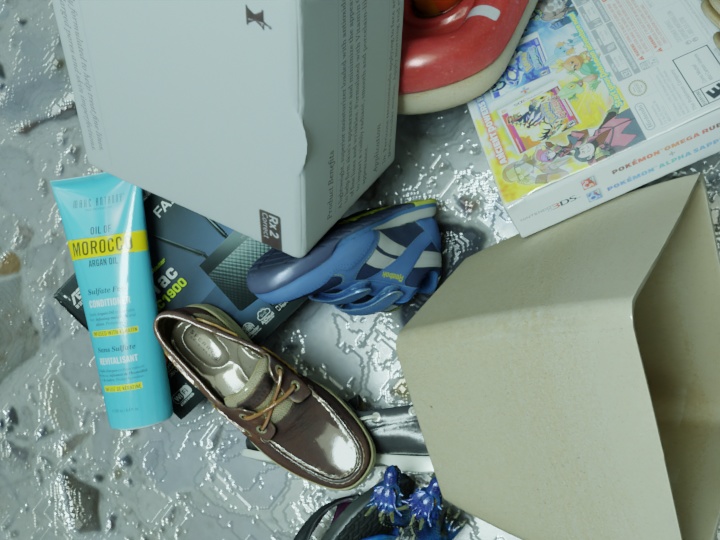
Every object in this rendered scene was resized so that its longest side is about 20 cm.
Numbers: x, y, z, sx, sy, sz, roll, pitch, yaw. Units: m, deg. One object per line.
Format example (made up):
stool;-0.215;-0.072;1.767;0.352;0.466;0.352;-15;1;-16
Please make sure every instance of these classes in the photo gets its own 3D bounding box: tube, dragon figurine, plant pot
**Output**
tube;-0.190;0.022;0.744;0.077;0.050;0.201;-8;97;8
dragon figurine;0.025;0.229;0.721;0.059;0.099;0.201;29;107;30
plant pot;0.142;0.069;0.644;0.177;0.200;0.200;-4;114;34

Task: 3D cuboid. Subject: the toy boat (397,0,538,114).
toy boat;0.054;-0.218;0.710;0.130;0.131;0.200;7;60;38

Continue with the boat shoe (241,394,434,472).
boat shoe;0.000;0.130;0.760;0.199;0.074;0.061;-3;78;21

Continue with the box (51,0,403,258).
box;-0.086;-0.148;0.636;0.200;0.199;0.131;24;49;20

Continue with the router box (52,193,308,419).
router box;-0.131;0.002;0.790;0.200;0.062;0.150;-44;96;10

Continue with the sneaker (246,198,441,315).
sneaker;0.000;0.000;0.717;0.074;0.200;0.083;-3;102;43

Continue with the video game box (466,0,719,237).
video game box;0.170;-0.139;0.697;0.182;0.047;0.200;-22;46;13

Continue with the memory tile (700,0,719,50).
memory tile;0.318;-0.111;0.621;0.200;0.154;0.017;25;128;-11

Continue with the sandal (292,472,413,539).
sandal;-0.035;0.233;0.765;0.201;0.075;0.048;-51;56;7

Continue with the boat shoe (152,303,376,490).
boat shoe;-0.077;0.094;0.712;0.200;0.072;0.072;41;92;13

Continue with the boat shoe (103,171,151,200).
boat shoe;-0.188;-0.063;0.840;0.068;0.057;0.201;-12;100;5
